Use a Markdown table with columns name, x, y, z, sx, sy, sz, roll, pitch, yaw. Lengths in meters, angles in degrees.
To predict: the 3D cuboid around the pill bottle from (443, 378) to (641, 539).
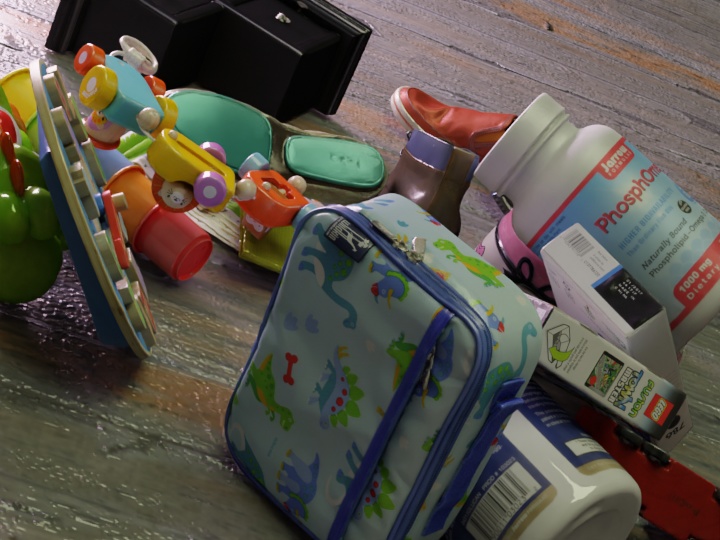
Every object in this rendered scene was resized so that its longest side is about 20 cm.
| name | x | y | z | sx | sy | sz | roll | pitch | yaw |
| --- | --- | --- | --- | --- | --- | --- | --- | --- | --- |
| pill bottle | 0.075 | 0.112 | 1.108 | 0.111 | 0.111 | 0.200 | -5 | 41 | -45 |

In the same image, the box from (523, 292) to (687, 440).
| name | x | y | z | sx | sy | sz | roll | pitch | yaw |
| --- | --- | --- | --- | --- | --- | --- | --- | --- | --- |
| box | 0.124 | 0.049 | 1.145 | 0.110 | 0.035 | 0.200 | 33 | -2 | -17 |

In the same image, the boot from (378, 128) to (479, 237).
| name | x | y | z | sx | sy | sz | roll | pitch | yaw |
| --- | --- | --- | --- | --- | --- | --- | --- | --- | --- |
| boot | 0.056 | -0.069 | 1.389 | 0.074 | 0.097 | 0.200 | 22 | 14 | -14 |

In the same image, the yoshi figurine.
| name | x | y | z | sx | sy | sz | roll | pitch | yaw |
| --- | --- | --- | --- | --- | --- | --- | --- | --- | --- |
| yoshi figurine | -0.246 | -0.043 | 1.151 | 0.112 | 0.112 | 0.200 | 53 | -4 | -34 |

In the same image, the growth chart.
| name | x | y | z | sx | sy | sz | roll | pitch | yaw |
| --- | --- | --- | --- | --- | --- | --- | --- | --- | --- |
| growth chart | -0.103 | -0.060 | 1.353 | 0.199 | 0.018 | 0.145 | 29 | 28 | 1 |

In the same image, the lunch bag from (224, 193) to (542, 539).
| name | x | y | z | sx | sy | sz | roll | pitch | yaw |
| --- | --- | --- | --- | --- | --- | --- | --- | --- | --- |
| lunch bag | 0.011 | 0.068 | 1.031 | 0.161 | 0.201 | 0.082 | 42 | 32 | 27 |

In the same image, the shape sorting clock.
| name | x | y | z | sx | sy | sz | roll | pitch | yaw |
| --- | --- | --- | --- | --- | --- | --- | --- | --- | --- |
| shape sorting clock | -0.168 | -0.040 | 1.103 | 0.039 | 0.201 | 0.200 | -16 | 38 | -5 |

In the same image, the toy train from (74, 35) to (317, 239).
| name | x | y | z | sx | sy | sz | roll | pitch | yaw |
| --- | --- | --- | --- | --- | --- | --- | --- | --- | --- |
| toy train | -0.126 | -0.082 | 1.239 | 0.200 | 0.056 | 0.150 | 42 | 17 | 7 |

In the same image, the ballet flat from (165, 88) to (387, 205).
| name | x | y | z | sx | sy | sz | roll | pitch | yaw |
| --- | --- | --- | --- | --- | --- | --- | --- | --- | --- |
| ballet flat | -0.075 | -0.085 | 1.346 | 0.199 | 0.062 | 0.068 | 17 | 65 | -22 |

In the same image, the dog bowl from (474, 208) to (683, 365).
| name | x | y | z | sx | sy | sz | roll | pitch | yaw |
| --- | --- | --- | --- | --- | --- | --- | --- | --- | --- |
| dog bowl | 0.183 | 0.016 | 1.407 | 0.199 | 0.074 | 0.201 | 20 | 28 | -11 |

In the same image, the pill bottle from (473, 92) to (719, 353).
| name | x | y | z | sx | sy | sz | roll | pitch | yaw |
| --- | --- | --- | --- | --- | --- | --- | --- | --- | --- |
| pill bottle | 0.184 | -0.035 | 1.285 | 0.200 | 0.109 | 0.109 | 42 | 29 | 4 |

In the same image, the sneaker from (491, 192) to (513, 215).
| name | x | y | z | sx | sy | sz | roll | pitch | yaw |
| --- | --- | --- | --- | --- | --- | --- | --- | --- | --- |
| sneaker | 0.201 | -0.045 | 1.547 | 0.199 | 0.076 | 0.077 | 31 | 6 | 9 |

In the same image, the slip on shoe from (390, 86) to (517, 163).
| name | x | y | z | sx | sy | sz | roll | pitch | yaw |
| --- | --- | --- | --- | --- | --- | --- | --- | --- | --- |
| slip on shoe | 0.121 | -0.123 | 1.606 | 0.199 | 0.061 | 0.074 | 29 | 29 | 8 |

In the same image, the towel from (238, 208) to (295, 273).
| name | x | y | z | sx | sy | sz | roll | pitch | yaw |
| --- | --- | --- | --- | --- | --- | --- | --- | --- | --- |
| towel | 0.000 | 0.000 | 1.316 | 0.199 | 0.018 | 0.086 | 23 | 29 | -18 |

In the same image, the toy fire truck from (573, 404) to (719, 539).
| name | x | y | z | sx | sy | sz | roll | pitch | yaw |
| --- | --- | --- | --- | --- | --- | --- | --- | --- | --- |
| toy fire truck | 0.161 | 0.125 | 1.203 | 0.199 | 0.049 | 0.141 | 32 | -1 | -21 |

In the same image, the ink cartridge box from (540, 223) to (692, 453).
| name | x | y | z | sx | sy | sz | roll | pitch | yaw |
| --- | --- | --- | --- | --- | --- | --- | --- | --- | --- |
| ink cartridge box | 0.185 | 0.061 | 1.228 | 0.039 | 0.200 | 0.100 | -35 | 53 | -10 |

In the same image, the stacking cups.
| name | x | y | z | sx | sy | sz | roll | pitch | yaw |
| --- | --- | --- | --- | --- | --- | --- | --- | --- | --- |
| stacking cups | -0.191 | -0.066 | 1.250 | 0.200 | 0.061 | 0.060 | 41 | 31 | 21 |

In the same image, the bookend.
| name | x | y | z | sx | sy | sz | roll | pitch | yaw |
| --- | --- | --- | --- | --- | --- | --- | --- | --- | --- |
| bookend | -0.128 | -0.201 | 1.493 | 0.198 | 0.092 | 0.200 | 34 | 29 | 14 |
